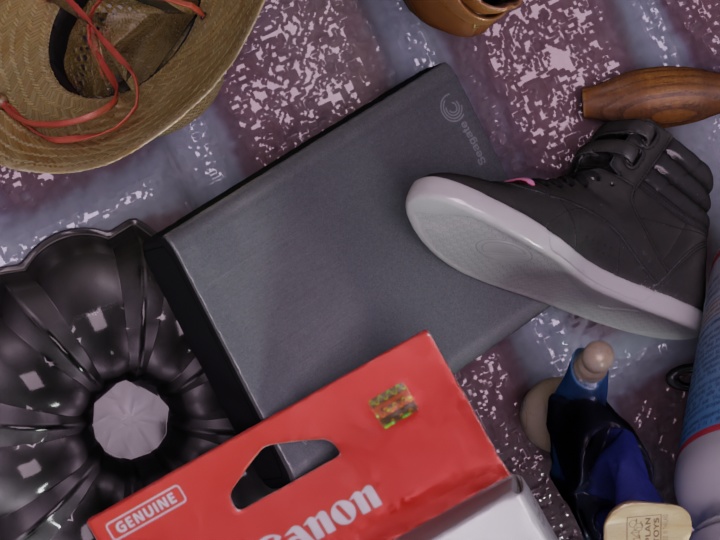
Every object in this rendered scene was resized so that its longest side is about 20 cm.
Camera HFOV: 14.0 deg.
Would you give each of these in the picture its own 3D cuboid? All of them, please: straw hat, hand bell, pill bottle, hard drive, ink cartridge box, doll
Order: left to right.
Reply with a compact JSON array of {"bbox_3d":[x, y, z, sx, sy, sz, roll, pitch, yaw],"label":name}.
[{"bbox_3d":[-0.109,-0.116,1.467,0.201,0.201,0.085,-47,141,-4],"label":"straw hat"},{"bbox_3d":[-0.007,0.152,1.415,0.200,0.044,0.174,-30,101,7],"label":"ink cartridge box"},{"bbox_3d":[0.000,0.000,1.483,0.200,0.033,0.140,-34,101,-33],"label":"hard drive"},{"bbox_3d":[0.121,0.100,1.469,0.048,0.200,0.137,-11,111,-6],"label":"doll"},{"bbox_3d":[0.216,-0.095,1.543,0.200,0.104,0.104,-3,95,3],"label":"hand bell"},{"bbox_3d":[0.216,0.077,1.474,0.109,0.109,0.200,22,57,-11],"label":"pill bottle"}]

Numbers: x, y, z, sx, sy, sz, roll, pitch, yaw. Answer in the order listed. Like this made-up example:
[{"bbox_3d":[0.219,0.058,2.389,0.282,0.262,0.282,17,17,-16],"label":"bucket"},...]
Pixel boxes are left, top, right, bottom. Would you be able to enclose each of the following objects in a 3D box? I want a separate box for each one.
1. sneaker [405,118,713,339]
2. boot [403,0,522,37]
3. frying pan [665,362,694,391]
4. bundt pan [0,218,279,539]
[{"bbox_3d":[0.105,-0.039,1.499,0.200,0.071,0.099,22,71,-36],"label":"sneaker"},{"bbox_3d":[0.030,-0.212,1.452,0.077,0.155,0.200,-12,96,-9],"label":"boot"},{"bbox_3d":[0.270,0.041,1.580,0.190,0.031,0.115,21,89,-14],"label":"frying pan"},{"bbox_3d":[-0.116,0.076,1.488,0.201,0.076,0.202,-1,93,-10],"label":"bundt pan"}]
